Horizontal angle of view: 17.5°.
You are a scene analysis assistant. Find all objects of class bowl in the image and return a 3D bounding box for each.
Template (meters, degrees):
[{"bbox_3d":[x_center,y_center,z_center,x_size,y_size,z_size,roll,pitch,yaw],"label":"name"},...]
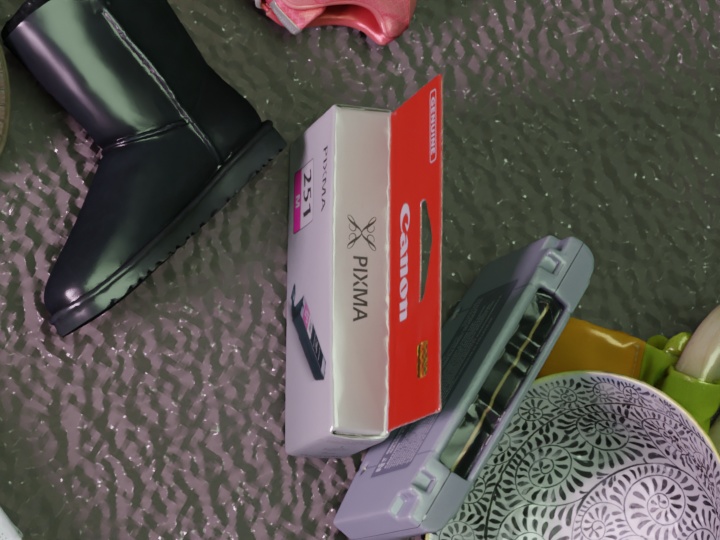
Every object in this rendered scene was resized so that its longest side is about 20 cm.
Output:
[{"bbox_3d":[0.148,0.166,1.408,0.094,0.200,0.202,20,66,-59],"label":"bowl"}]

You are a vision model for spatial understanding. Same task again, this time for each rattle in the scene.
[{"bbox_3d":[0.220,0.047,1.511,0.200,0.142,0.131,-42,125,-36],"label":"rattle"}]

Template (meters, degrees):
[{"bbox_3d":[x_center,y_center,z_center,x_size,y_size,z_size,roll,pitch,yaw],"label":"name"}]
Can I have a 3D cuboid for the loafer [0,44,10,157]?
[{"bbox_3d":[-0.255,-0.151,1.381,0.076,0.067,0.201,-14,99,-7],"label":"loafer"}]

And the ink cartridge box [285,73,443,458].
[{"bbox_3d":[0.000,0.000,1.371,0.043,0.174,0.201,5,76,-17],"label":"ink cartridge box"}]

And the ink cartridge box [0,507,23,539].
[{"bbox_3d":[-0.300,0.167,1.308,0.199,0.041,0.200,-36,91,-22],"label":"ink cartridge box"}]

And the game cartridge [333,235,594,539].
[{"bbox_3d":[0.060,0.074,1.396,0.040,0.133,0.201,37,70,-14],"label":"game cartridge"}]

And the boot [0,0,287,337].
[{"bbox_3d":[-0.159,-0.080,1.388,0.168,0.076,0.200,48,62,-7],"label":"boot"}]

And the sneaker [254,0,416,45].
[{"bbox_3d":[-0.050,-0.195,1.453,0.199,0.074,0.087,13,76,-15],"label":"sneaker"}]
